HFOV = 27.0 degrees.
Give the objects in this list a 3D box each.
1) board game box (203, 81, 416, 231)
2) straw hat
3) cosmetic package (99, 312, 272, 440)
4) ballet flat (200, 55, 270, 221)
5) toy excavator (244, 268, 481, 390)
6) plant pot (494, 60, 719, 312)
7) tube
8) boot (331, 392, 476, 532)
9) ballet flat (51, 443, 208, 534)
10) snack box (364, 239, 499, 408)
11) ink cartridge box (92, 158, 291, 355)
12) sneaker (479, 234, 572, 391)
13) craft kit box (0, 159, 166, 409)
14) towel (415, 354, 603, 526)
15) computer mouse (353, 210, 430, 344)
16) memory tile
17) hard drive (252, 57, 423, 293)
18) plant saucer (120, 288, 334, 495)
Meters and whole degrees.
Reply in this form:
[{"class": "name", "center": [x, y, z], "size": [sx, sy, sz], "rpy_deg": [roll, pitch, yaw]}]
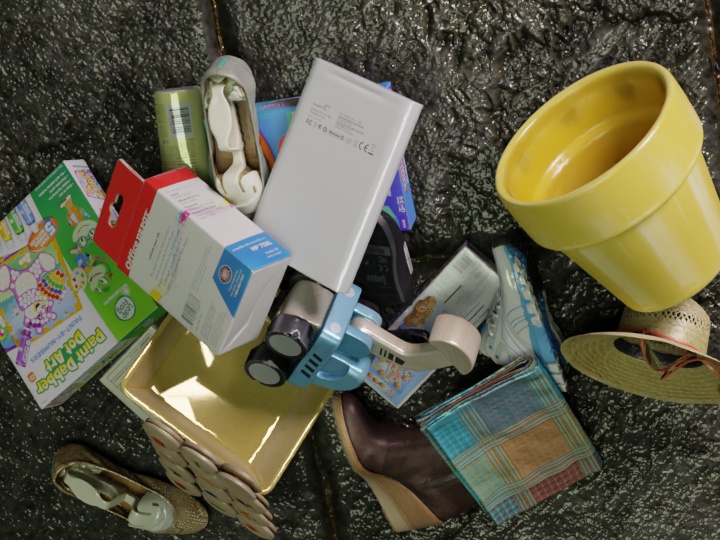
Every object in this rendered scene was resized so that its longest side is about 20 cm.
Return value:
[{"class": "board game box", "center": [-0.053, -0.107, 1.586], "size": [0.198, 0.045, 0.153], "rpy_deg": [-7, 110, 15]}, {"class": "straw hat", "center": [0.314, 0.066, 1.555], "size": [0.199, 0.201, 0.086], "rpy_deg": [16, 72, 5]}, {"class": "cosmetic package", "center": [-0.183, 0.146, 1.698], "size": [0.200, 0.071, 0.105], "rpy_deg": [45, 112, -8]}, {"class": "ballet flat", "center": [-0.132, -0.117, 1.539], "size": [0.067, 0.064, 0.202], "rpy_deg": [-2, 111, 13]}, {"class": "toy excavator", "center": [0.005, 0.073, 1.561], "size": [0.199, 0.100, 0.195], "rpy_deg": [27, 143, -8]}, {"class": "plant pot", "center": [0.262, -0.068, 1.467], "size": [0.200, 0.201, 0.189], "rpy_deg": [-30, 117, 20]}, {"class": "tube", "center": [-0.183, -0.093, 1.598], "size": [0.051, 0.058, 0.202], "rpy_deg": [-10, 100, -23]}, {"class": "boot", "center": [0.074, 0.189, 1.667], "size": [0.165, 0.072, 0.201], "rpy_deg": [-26, 113, 10]}, {"class": "ballet flat", "center": [-0.277, 0.271, 1.770], "size": [0.198, 0.065, 0.071], "rpy_deg": [22, 114, 2]}, {"class": "snack box", "center": [0.078, 0.061, 1.637], "size": [0.072, 0.024, 0.200], "rpy_deg": [39, 113, -7]}, {"class": "ink cartridge box", "center": [-0.177, -0.022, 1.544], "size": [0.200, 0.067, 0.117], "rpy_deg": [40, 125, 21]}, {"class": "sneaker", "center": [0.158, 0.054, 1.576], "size": [0.086, 0.075, 0.201], "rpy_deg": [-10, 121, 18]}, {"class": "craft kit box", "center": [-0.329, 0.016, 1.657], "size": [0.200, 0.048, 0.198], "rpy_deg": [-40, 81, 22]}, {"class": "towel", "center": [0.165, 0.186, 1.614], "size": [0.146, 0.022, 0.200], "rpy_deg": [-30, 128, 8]}, {"class": "computer mouse", "center": [0.000, 0.000, 1.589], "size": [0.139, 0.046, 0.201], "rpy_deg": [4, 130, 33]}, {"class": "memory tile", "center": [-0.162, 0.230, 1.632], "size": [0.152, 0.017, 0.200], "rpy_deg": [28, 158, 16]}, {"class": "hard drive", "center": [-0.029, -0.096, 1.504], "size": [0.131, 0.026, 0.201], "rpy_deg": [28, 102, 32]}, {"class": "plant saucer", "center": [-0.136, 0.111, 1.634], "size": [0.199, 0.201, 0.048], "rpy_deg": [38, 156, -10]}]
